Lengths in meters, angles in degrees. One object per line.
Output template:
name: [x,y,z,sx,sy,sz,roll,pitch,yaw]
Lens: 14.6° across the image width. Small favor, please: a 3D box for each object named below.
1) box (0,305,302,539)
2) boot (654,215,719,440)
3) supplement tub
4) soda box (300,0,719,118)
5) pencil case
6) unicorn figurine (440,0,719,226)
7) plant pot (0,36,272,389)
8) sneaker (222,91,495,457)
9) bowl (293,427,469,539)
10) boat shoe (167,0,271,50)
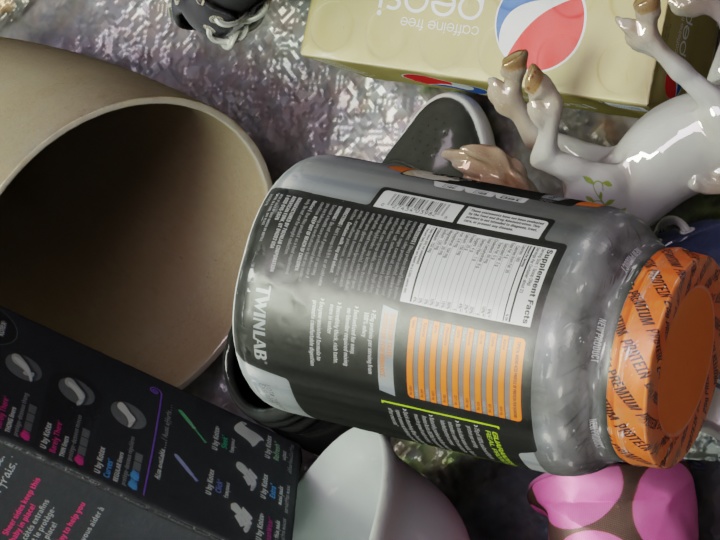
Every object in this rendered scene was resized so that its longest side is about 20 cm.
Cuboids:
box: [-0.143,0.114,1.351,0.122,0.200,0.106,-56,15,29]
boot: [0.133,0.011,1.338,0.200,0.073,0.090,25,83,28]
supplement tub: [0.054,0.022,1.260,0.200,0.123,0.123,13,90,25]
soda box: [0.073,-0.121,1.386,0.200,0.064,0.068,11,89,31]
pencil case: [0.136,0.185,1.297,0.091,0.094,0.200,-6,76,-15]
unicorn figurine: [0.148,-0.062,1.280,0.200,0.074,0.137,-24,107,35]
plant pot: [-0.176,-0.046,1.474,0.200,0.187,0.187,38,104,43]
sneaker: [0.000,0.000,1.392,0.071,0.099,0.200,27,96,33]
bowl: [0.000,0.180,1.310,0.090,0.201,0.201,27,100,-12]
boat shoe: [-0.058,-0.145,1.423,0.200,0.073,0.063,-153,59,-70]
